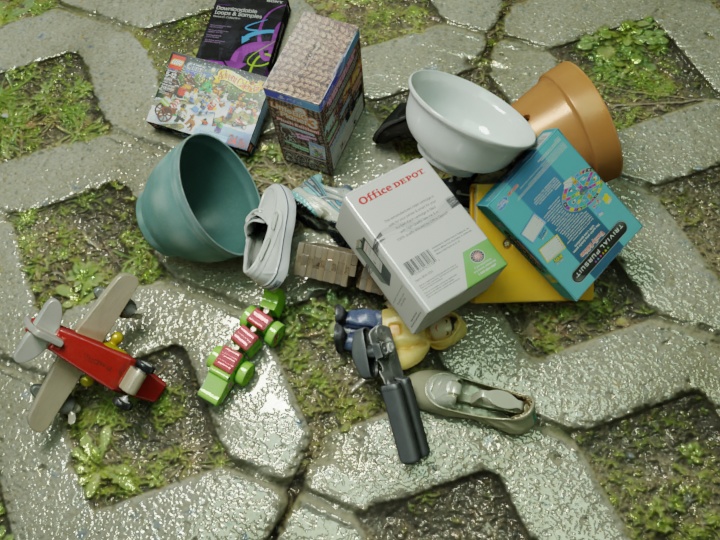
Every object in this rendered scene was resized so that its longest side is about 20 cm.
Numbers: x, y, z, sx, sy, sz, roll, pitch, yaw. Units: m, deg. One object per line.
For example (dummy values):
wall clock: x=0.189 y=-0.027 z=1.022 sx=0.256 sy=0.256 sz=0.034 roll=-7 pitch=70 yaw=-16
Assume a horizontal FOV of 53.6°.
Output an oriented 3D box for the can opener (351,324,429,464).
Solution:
can opener: x=0.040 y=0.176 z=1.022 sx=0.067 sy=0.053 sz=0.201 roll=-17 pitch=86 yaw=35

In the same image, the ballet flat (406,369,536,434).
ballet flat: x=0.157 y=0.181 z=1.027 sx=0.199 sy=0.070 sz=0.070 roll=13 pitch=68 yaw=10

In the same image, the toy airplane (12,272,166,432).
toy airplane: x=-0.406 y=0.120 z=1.052 sx=0.199 sy=0.141 sz=0.200 roll=-15 pitch=97 yaw=-17

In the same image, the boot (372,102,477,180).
boot: x=0.125 y=-0.207 z=1.179 sx=0.174 sy=0.200 sz=0.069 roll=44 pitch=61 yaw=-13

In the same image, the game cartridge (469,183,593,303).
game cartridge: x=0.259 y=-0.041 z=1.072 sx=0.199 sy=0.032 sz=0.177 roll=0 pitch=94 yaw=-16

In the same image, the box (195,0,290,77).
box: x=-0.223 y=-0.434 z=1.341 sx=0.142 sy=0.036 sz=0.201 roll=9 pitch=66 yaw=8

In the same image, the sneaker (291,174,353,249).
sneaker: x=-0.023 y=-0.094 z=1.156 sx=0.200 sy=0.078 sz=0.086 roll=33 pitch=69 yaw=16

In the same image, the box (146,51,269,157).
box: x=-0.263 y=-0.295 z=1.262 sx=0.199 sy=0.038 sz=0.137 roll=17 pitch=84 yaw=11

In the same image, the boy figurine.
boy figurine: x=0.060 y=0.096 z=1.073 sx=0.199 sy=0.065 sz=0.125 roll=2 pitch=61 yaw=8

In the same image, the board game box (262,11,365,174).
board game box: x=-0.069 y=-0.286 z=1.175 sx=0.096 sy=0.200 sz=0.160 roll=19 pitch=68 yaw=12

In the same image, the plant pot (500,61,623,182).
plant pot: x=0.300 y=-0.206 z=1.125 sx=0.140 sy=0.200 sz=0.201 roll=-27 pitch=67 yaw=3

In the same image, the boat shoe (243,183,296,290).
boat shoe: x=-0.145 y=-0.066 z=1.101 sx=0.073 sy=0.065 sz=0.201 roll=-34 pitch=43 yaw=30

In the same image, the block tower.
block tower: x=0.000 y=0.000 z=1.105 sx=0.199 sy=0.058 sz=0.054 roll=13 pitch=98 yaw=14

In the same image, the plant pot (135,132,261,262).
plant pot: x=-0.265 y=-0.098 z=1.125 sx=0.134 sy=0.200 sz=0.201 roll=-20 pitch=63 yaw=25

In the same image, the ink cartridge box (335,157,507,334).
ink cartridge box: x=0.081 y=-0.037 z=0.993 sx=0.145 sy=0.084 sz=0.200 roll=-28 pitch=72 yaw=-23

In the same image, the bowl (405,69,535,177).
bowl: x=0.143 y=-0.199 z=1.027 sx=0.200 sy=0.091 sz=0.202 roll=19 pitch=35 yaw=-14

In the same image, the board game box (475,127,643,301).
board game box: x=0.289 y=-0.079 z=1.033 sx=0.200 sy=0.047 sz=0.151 roll=44 pitch=86 yaw=-14

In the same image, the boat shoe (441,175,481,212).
boat shoe: x=0.171 y=-0.128 z=1.152 sx=0.199 sy=0.061 sz=0.076 roll=18 pitch=27 yaw=3

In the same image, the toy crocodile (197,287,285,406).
toy crocodile: x=-0.176 y=0.112 z=1.081 sx=0.067 sy=0.062 sz=0.200 roll=31 pitch=72 yaw=16
